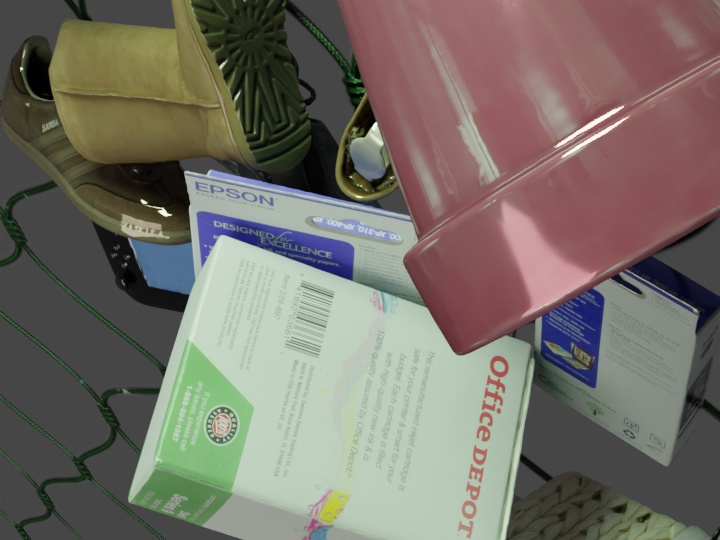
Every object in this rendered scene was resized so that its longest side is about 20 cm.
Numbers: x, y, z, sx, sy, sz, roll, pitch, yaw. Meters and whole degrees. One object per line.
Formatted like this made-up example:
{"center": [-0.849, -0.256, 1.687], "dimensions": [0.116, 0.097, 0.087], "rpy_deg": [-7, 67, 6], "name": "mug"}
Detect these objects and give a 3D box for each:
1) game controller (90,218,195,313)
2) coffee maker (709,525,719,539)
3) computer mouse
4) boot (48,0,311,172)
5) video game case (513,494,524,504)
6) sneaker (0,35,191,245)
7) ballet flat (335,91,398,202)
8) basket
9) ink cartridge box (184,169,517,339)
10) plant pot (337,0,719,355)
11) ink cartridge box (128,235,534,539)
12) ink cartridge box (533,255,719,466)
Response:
{"center": [-0.128, -0.013, 1.213], "dimensions": [0.200, 0.042, 0.104], "rpy_deg": [8, 135, 46], "name": "game controller"}
{"center": [0.270, 0.227, 0.878], "dimensions": [0.135, 0.192, 0.200], "rpy_deg": [38, 157, -24], "name": "coffee maker"}
{"center": [-0.045, -0.047, 1.054], "dimensions": [0.200, 0.053, 0.138], "rpy_deg": [53, 149, -16], "name": "computer mouse"}
{"center": [-0.126, -0.139, 0.999], "dimensions": [0.200, 0.066, 0.175], "rpy_deg": [11, 117, 48], "name": "boot"}
{"center": [0.151, 0.244, 1.221], "dimensions": [0.200, 0.022, 0.182], "rpy_deg": [28, 147, 27], "name": "video game case"}
{"center": [-0.179, -0.090, 1.140], "dimensions": [0.200, 0.070, 0.076], "rpy_deg": [33, 132, 26], "name": "sneaker"}
{"center": [0.035, -0.093, 0.886], "dimensions": [0.069, 0.063, 0.200], "rpy_deg": [42, 151, 7], "name": "ballet flat"}
{"center": [0.115, 0.232, 1.050], "dimensions": [0.123, 0.200, 0.136], "rpy_deg": [31, 130, 34], "name": "basket"}
{"center": [0.000, 0.000, 0.978], "dimensions": [0.198, 0.043, 0.200], "rpy_deg": [12, 152, 5], "name": "ink cartridge box"}
{"center": [0.084, -0.087, 0.725], "dimensions": [0.179, 0.200, 0.200], "rpy_deg": [60, 151, 4], "name": "plant pot"}
{"center": [-0.014, 0.088, 0.944], "dimensions": [0.200, 0.145, 0.088], "rpy_deg": [18, 152, -10], "name": "ink cartridge box"}
{"center": [0.145, 0.032, 0.908], "dimensions": [0.099, 0.039, 0.200], "rpy_deg": [33, 160, 20], "name": "ink cartridge box"}
